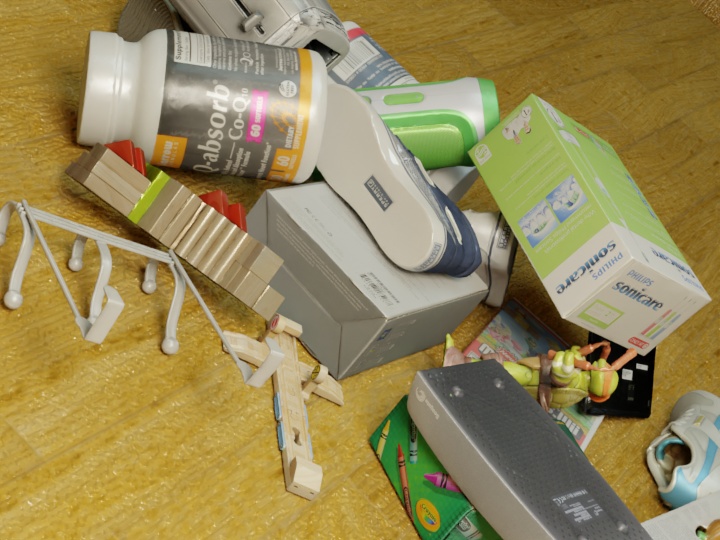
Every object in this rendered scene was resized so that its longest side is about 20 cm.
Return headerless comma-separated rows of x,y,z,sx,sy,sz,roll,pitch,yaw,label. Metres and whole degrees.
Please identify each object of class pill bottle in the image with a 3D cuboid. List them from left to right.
-0.134,-0.140,1.387,0.198,0.117,0.117,6,35,-13,pill bottle
0.022,-0.141,1.650,0.200,0.120,0.119,44,26,9,pill bottle

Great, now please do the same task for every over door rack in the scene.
-0.167,0.026,1.161,0.147,0.067,0.200,19,11,-37,over door rack

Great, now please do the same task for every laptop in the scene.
0.219,0.039,1.628,0.103,0.202,0.177,3,-4,30,laptop

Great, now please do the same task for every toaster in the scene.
-0.089,-0.234,1.516,0.130,0.113,0.200,54,9,10,toaster

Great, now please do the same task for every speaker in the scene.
0.028,-0.132,1.540,0.198,0.089,0.089,-5,34,-1,speaker

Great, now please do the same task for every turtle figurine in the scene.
0.151,0.090,1.406,0.160,0.065,0.200,4,1,7,turtle figurine

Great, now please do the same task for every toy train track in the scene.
-0.048,0.093,1.270,0.114,0.033,0.201,27,29,-25,toy train track

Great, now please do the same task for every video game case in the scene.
0.168,0.105,1.563,0.143,0.017,0.200,41,25,5,video game case

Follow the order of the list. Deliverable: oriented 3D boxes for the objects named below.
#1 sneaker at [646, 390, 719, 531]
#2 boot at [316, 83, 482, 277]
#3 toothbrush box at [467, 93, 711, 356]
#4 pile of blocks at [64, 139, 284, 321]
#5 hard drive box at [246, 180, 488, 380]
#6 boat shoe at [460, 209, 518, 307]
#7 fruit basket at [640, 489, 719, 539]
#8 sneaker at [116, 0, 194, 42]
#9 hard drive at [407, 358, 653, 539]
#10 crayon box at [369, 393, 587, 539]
0.323,0.170,1.599,0.080,0.077,0.200,32,24,-11,sneaker
0.028,-0.074,1.443,0.090,0.073,0.201,16,39,-55,boot
0.202,-0.040,1.462,0.145,0.086,0.201,23,32,-49,toothbrush box
-0.136,-0.043,1.303,0.199,0.062,0.082,37,-4,-4,pile of blocks
0.000,0.000,1.437,0.156,0.077,0.200,47,26,17,hard drive box
0.115,-0.019,1.568,0.065,0.074,0.200,14,-17,7,boat shoe
0.312,0.265,1.323,0.199,0.094,0.186,-15,57,-41,fruit basket
-0.153,-0.176,1.545,0.106,0.075,0.201,22,31,-53,sneaker
0.126,0.155,1.254,0.200,0.042,0.135,50,27,22,hard drive
0.113,0.172,1.329,0.199,0.058,0.119,14,35,-43,crayon box
